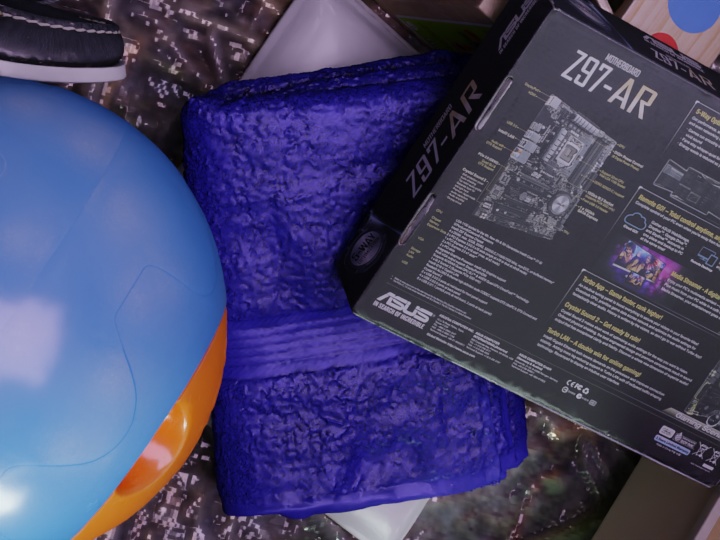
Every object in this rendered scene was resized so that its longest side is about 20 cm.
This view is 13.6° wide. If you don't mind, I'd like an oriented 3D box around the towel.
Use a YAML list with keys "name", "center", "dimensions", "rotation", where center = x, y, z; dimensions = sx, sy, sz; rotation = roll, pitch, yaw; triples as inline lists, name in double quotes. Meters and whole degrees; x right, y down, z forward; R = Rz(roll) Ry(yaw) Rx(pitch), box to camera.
- name: "towel"
  center: [0.001, 0.009, 1.339]
  dimensions: [0.147, 0.050, 0.201]
  rotation: [-10, 106, -15]

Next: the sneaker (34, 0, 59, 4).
- name: "sneaker"
  center: [-0.177, -0.177, 1.243]
  dimensions: [0.083, 0.071, 0.200]
  rotation: [-43, 70, 3]

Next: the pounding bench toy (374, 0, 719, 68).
- name: "pounding bench toy"
  center: [0.143, -0.122, 1.377]
  dimensions: [0.200, 0.124, 0.156]
  rotation: [40, 82, -21]

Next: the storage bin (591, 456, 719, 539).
- name: "storage bin"
  center: [0.186, 0.192, 1.412]
  dimensions: [0.199, 0.094, 0.200]
  rotation: [49, 53, -19]

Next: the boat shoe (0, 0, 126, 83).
- name: "boat shoe"
  center: [-0.192, -0.120, 1.266]
  dimensions: [0.199, 0.076, 0.061]
  rotation: [9, 96, -17]

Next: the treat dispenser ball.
- name: "treat dispenser ball"
  center: [-0.154, 0.020, 1.237]
  dimensions: [0.200, 0.201, 0.202]
  rotation: [-3, 98, -21]

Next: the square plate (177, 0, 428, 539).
- name: "square plate"
  center: [0.000, 0.000, 1.389]
  dimensions: [0.198, 0.028, 0.200]
  rotation: [38, 83, -21]

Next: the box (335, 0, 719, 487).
- name: "box"
  center: [0.114, -0.014, 1.301]
  dimensions: [0.199, 0.044, 0.161]
  rotation: [25, 109, -23]
